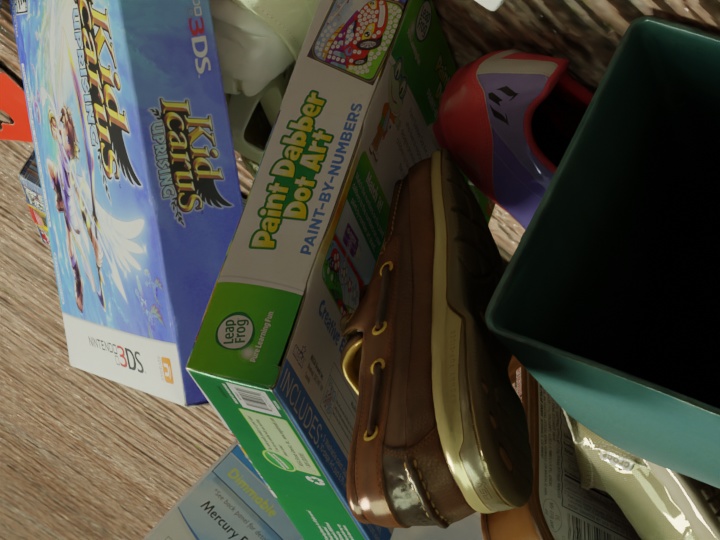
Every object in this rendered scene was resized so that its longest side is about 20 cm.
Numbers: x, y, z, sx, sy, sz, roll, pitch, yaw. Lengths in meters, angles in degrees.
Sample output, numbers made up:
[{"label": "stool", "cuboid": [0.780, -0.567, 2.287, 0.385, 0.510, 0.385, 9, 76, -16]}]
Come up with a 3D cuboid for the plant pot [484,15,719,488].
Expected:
[{"label": "plant pot", "cuboid": [0.164, 0.022, 0.941, 0.141, 0.142, 0.200, 20, 165, 27]}]

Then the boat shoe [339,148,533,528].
[{"label": "boat shoe", "cuboid": [0.022, 0.023, 0.918, 0.067, 0.201, 0.072, -20, 125, 14]}]

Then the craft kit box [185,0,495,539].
[{"label": "craft kit box", "cuboid": [0.000, 0.000, 1.024, 0.048, 0.198, 0.200, 13, 157, 20]}]

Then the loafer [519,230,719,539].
[{"label": "loafer", "cuboid": [0.125, 0.068, 1.096, 0.068, 0.075, 0.201, -41, 75, 43]}]

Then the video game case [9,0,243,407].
[{"label": "video game case", "cuboid": [-0.106, -0.047, 1.069, 0.181, 0.045, 0.201, -172, 72, -66]}]

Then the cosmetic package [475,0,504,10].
[{"label": "cosmetic package", "cuboid": [-0.003, -0.181, 0.785, 0.199, 0.052, 0.151, 33, 164, -7]}]

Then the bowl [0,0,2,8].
[{"label": "bowl", "cuboid": [-0.265, -0.167, 1.179, 0.199, 0.075, 0.200, 31, 158, -5]}]

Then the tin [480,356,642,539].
[{"label": "tin", "cuboid": [0.114, 0.098, 1.147, 0.112, 0.201, 0.042, 31, 129, -25]}]

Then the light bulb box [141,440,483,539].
[{"label": "light bulb box", "cuboid": [0.001, 0.165, 1.258, 0.198, 0.200, 0.125, 43, 172, 3]}]

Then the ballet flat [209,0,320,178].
[{"label": "ballet flat", "cuboid": [-0.045, -0.095, 1.058, 0.069, 0.070, 0.200, 23, 161, 19]}]

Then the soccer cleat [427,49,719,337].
[{"label": "soccer cleat", "cuboid": [0.112, -0.022, 1.016, 0.200, 0.067, 0.076, 43, 154, -28]}]

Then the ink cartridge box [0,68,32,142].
[{"label": "ink cartridge box", "cuboid": [-0.287, -0.123, 1.386, 0.162, 0.050, 0.200, 8, 149, 50]}]

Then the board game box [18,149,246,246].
[{"label": "board game box", "cuboid": [-0.092, 0.002, 1.396, 0.199, 0.062, 0.200, 27, 162, 11]}]
